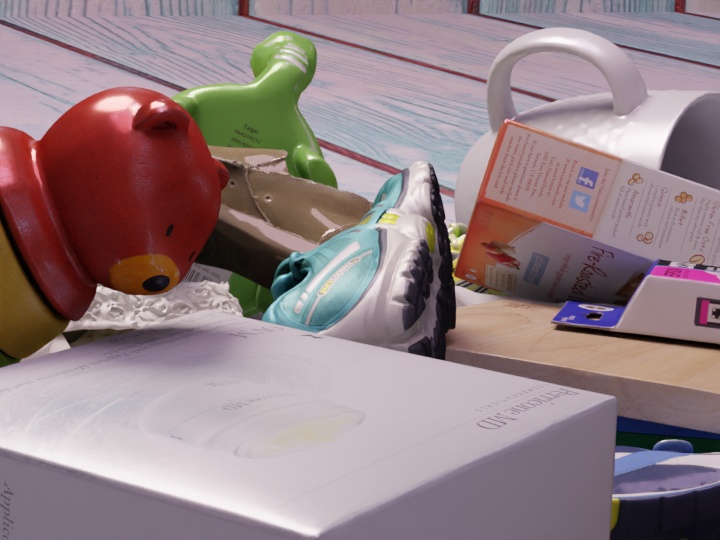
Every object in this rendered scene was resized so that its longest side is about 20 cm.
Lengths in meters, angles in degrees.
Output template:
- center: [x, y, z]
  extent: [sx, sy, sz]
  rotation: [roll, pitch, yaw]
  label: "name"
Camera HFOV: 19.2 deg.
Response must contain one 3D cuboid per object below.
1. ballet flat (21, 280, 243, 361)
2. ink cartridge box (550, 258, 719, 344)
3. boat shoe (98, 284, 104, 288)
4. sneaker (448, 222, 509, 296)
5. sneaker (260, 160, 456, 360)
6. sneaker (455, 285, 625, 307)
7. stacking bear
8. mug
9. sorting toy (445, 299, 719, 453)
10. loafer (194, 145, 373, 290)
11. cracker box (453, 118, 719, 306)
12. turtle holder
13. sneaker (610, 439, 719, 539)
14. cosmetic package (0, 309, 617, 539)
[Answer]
- center: [-0.144, 0.044, 1.150]
  extent: [0.199, 0.072, 0.072]
  rotation: [-7, 16, -31]
  label: "ballet flat"
- center: [0.200, 0.020, 1.080]
  extent: [0.199, 0.037, 0.095]
  rotation: [5, 6, 10]
  label: "ink cartridge box"
- center: [-0.180, -0.002, 1.209]
  extent: [0.199, 0.071, 0.063]
  rotation: [-22, -19, 12]
  label: "boat shoe"
- center: [0.044, 0.009, 1.299]
  extent: [0.199, 0.077, 0.075]
  rotation: [-6, 17, -24]
  label: "sneaker"
- center: [0.000, 0.000, 0.957]
  extent: [0.079, 0.078, 0.200]
  rotation: [-5, 14, 10]
  label: "sneaker"
- center: [0.059, 0.041, 1.208]
  extent: [0.199, 0.076, 0.088]
  rotation: [8, 1, -12]
  label: "sneaker"
- center: [-0.149, -0.007, 0.837]
  extent: [0.199, 0.114, 0.122]
  rotation: [-22, -32, 4]
  label: "stacking bear"
- center: [0.149, -0.066, 1.384]
  extent: [0.175, 0.201, 0.148]
  rotation: [3, 34, 39]
  label: "mug"
- center: [0.120, 0.069, 1.038]
  extent: [0.198, 0.070, 0.200]
  rotation: [8, 7, 25]
  label: "sorting toy"
- center: [-0.076, -0.040, 1.243]
  extent: [0.199, 0.068, 0.076]
  rotation: [27, -29, 1]
  label: "loafer"
- center: [0.159, -0.007, 1.204]
  extent: [0.199, 0.058, 0.134]
  rotation: [18, -18, 3]
  label: "cracker box"
- center: [-0.092, -0.059, 1.344]
  extent: [0.140, 0.187, 0.132]
  rotation: [-2, -1, -9]
  label: "turtle holder"
- center: [0.143, 0.106, 0.900]
  extent: [0.199, 0.074, 0.082]
  rotation: [0, 11, -14]
  label: "sneaker"
- center: [-0.040, 0.102, 0.768]
  extent: [0.199, 0.124, 0.199]
  rotation: [12, 16, 32]
  label: "cosmetic package"
